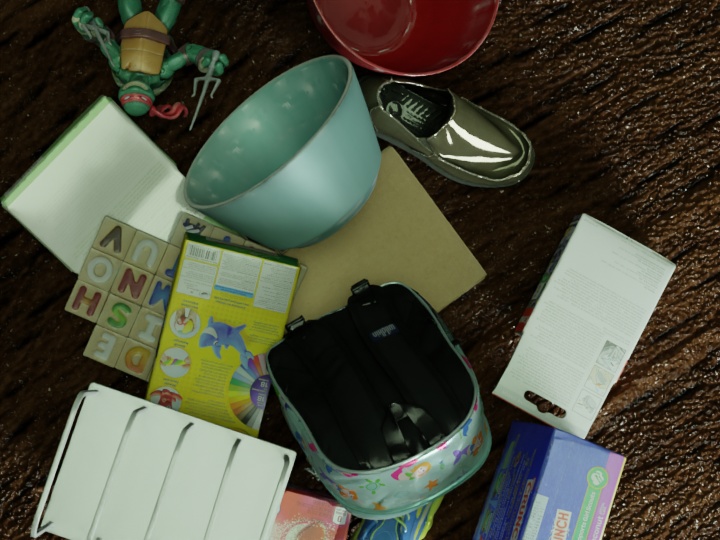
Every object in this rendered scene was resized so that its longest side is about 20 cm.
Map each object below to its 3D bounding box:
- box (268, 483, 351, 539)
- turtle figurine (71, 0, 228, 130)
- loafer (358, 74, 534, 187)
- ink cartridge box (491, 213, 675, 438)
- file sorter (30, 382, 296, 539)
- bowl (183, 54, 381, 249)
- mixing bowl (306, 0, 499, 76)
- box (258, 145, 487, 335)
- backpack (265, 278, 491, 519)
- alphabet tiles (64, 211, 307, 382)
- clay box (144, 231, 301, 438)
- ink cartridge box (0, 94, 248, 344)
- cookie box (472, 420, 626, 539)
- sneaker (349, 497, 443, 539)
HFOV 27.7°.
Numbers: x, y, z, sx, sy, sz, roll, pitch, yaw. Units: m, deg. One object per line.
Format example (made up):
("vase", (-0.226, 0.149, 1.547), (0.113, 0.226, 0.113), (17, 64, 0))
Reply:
("box", (-0.114, 0.241, 1.382), (0.198, 0.100, 0.096), (14, 85, -3))
("turtle figurine", (-0.208, -0.224, 1.405), (0.149, 0.101, 0.202), (9, 68, -22))
("loafer", (0.084, -0.136, 1.431), (0.199, 0.070, 0.076), (19, 85, -13))
("ink cartridge box", (0.217, 0.057, 1.448), (0.108, 0.050, 0.201), (29, 86, -3))
("file sorter", (-0.169, 0.196, 1.270), (0.199, 0.125, 0.140), (19, 85, -3))
("bowl", (-0.060, -0.097, 1.378), (0.201, 0.201, 0.105), (-43, 118, -6))
("mixing bowl", (0.023, -0.273, 1.411), (0.199, 0.108, 0.202), (3, 81, -21))
("box", (0.000, 0.000, 1.446), (0.200, 0.021, 0.164), (-37, 90, -6))
("backpack", (0.023, 0.131, 1.341), (0.177, 0.200, 0.151), (-27, 130, -10))
("alphabet tiles", (-0.174, 0.032, 1.406), (0.199, 0.008, 0.168), (24, 97, -11))
("clay box", (-0.136, 0.075, 1.392), (0.114, 0.048, 0.201), (14, 100, -10))
("ink cartridge box", (-0.228, -0.050, 1.419), (0.146, 0.048, 0.200), (-46, 105, -6))
("cookie box", (0.165, 0.235, 1.356), (0.075, 0.200, 0.172), (19, 85, -3))
("sneaker", (0.039, 0.237, 1.393), (0.075, 0.105, 0.201), (22, 85, -3))
